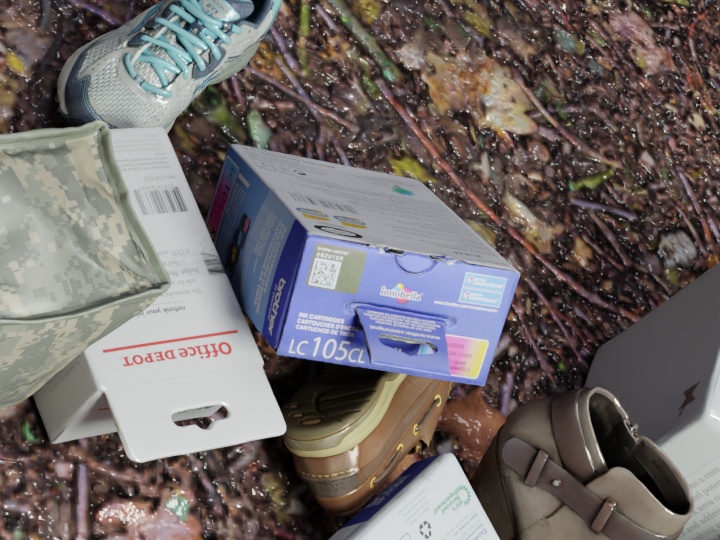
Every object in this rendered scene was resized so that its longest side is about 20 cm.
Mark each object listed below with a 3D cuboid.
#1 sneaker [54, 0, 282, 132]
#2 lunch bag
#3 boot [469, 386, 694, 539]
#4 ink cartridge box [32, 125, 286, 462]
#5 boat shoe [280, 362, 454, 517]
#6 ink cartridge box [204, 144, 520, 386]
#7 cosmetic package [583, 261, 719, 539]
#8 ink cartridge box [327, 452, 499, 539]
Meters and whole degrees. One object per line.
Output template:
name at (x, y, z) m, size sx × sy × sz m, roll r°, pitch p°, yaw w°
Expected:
sneaker at (-0.114, -0.144, 1.270) m, size 0.078 × 0.086 × 0.200 m, roll 44°, pitch 43°, yaw -3°
lunch bag at (-0.226, 0.013, 1.014) m, size 0.199 × 0.164 × 0.118 m, roll -15°, pitch 76°, yaw -44°
boot at (0.144, 0.169, 1.213) m, size 0.200 × 0.146 × 0.070 m, roll 51°, pitch 42°, yaw 3°
ink cartridge box at (-0.134, 0.023, 1.151) m, size 0.115 × 0.067 × 0.201 m, roll -6°, pitch 65°, yaw -42°
boat shoe at (0.015, 0.078, 1.241) m, size 0.200 × 0.071 × 0.068 m, roll -44°, pitch 125°, yaw -53°
ink cartridge box at (0.000, 0.000, 1.182) m, size 0.135 × 0.077 × 0.200 m, roll 10°, pitch 15°, yaw -23°
cosmetic package at (0.257, 0.126, 1.319) m, size 0.199 × 0.167 × 0.167 m, roll 38°, pitch 45°, yaw -12°
ink cartridge box at (0.035, 0.235, 1.147) m, size 0.196 × 0.043 × 0.201 m, roll -36°, pitch 100°, yaw -46°
